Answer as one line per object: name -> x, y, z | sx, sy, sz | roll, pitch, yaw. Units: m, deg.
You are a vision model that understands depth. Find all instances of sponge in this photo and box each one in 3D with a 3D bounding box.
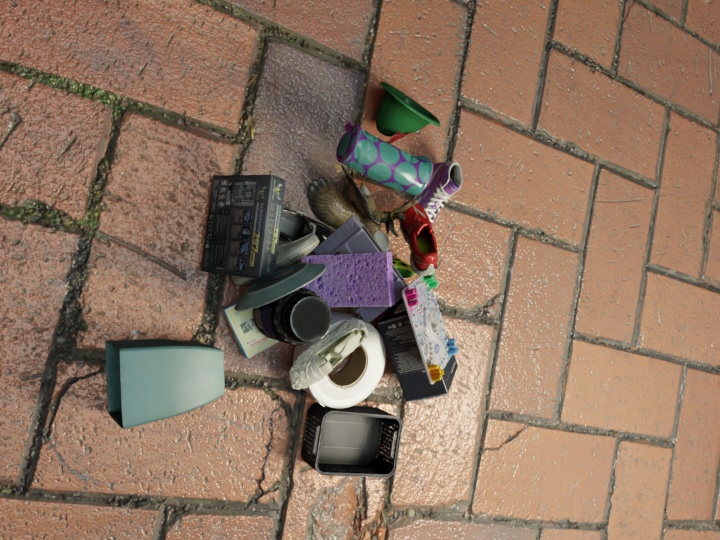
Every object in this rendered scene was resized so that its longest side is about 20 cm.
sponge -> -0.028, 0.020, 1.283 | 0.030, 0.198, 0.113 | -4, 92, -68

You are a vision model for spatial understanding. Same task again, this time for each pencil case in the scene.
pencil case -> 0.051, -0.232, 1.289 | 0.199, 0.085, 0.093 | 20, 63, -27

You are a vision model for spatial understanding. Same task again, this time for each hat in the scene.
hat -> 0.063, -0.316, 1.418 | 0.199, 0.166, 0.177 | 9, 123, -51

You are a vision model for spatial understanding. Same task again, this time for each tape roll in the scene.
tape roll -> -0.045, 0.196, 1.350 | 0.201, 0.071, 0.204 | -7, 104, -30

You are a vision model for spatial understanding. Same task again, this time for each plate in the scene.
plate -> -0.162, 0.024, 1.217 | 0.199, 0.200, 0.026 | -30, 103, -22

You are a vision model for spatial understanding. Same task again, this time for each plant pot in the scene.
plant pot -> -0.370, 0.203, 1.180 | 0.199, 0.141, 0.143 | -3, 92, -33

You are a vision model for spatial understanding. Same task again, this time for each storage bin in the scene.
storage bin -> -0.019, 0.377, 1.370 | 0.198, 0.094, 0.137 | 11, 86, -25

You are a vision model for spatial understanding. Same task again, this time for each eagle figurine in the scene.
eagle figurine -> -0.002, -0.141, 1.355 | 0.199, 0.151, 0.152 | 13, 116, -38

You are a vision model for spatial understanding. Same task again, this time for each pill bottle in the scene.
pill bottle -> -0.133, 0.089, 1.210 | 0.111, 0.200, 0.113 | 0, 90, -26

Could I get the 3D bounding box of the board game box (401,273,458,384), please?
board game box -> 0.155, 0.114, 1.315 | 0.200, 0.026, 0.202 | -29, 102, -67

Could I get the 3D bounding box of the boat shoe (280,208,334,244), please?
boat shoe -> -0.132, -0.092, 1.329 | 0.199, 0.060, 0.074 | 23, 80, -24

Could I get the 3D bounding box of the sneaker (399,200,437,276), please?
sneaker -> 0.138, -0.086, 1.367 | 0.076, 0.085, 0.201 | -6, 55, -10

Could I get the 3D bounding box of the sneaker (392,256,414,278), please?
sneaker -> 0.034, 0.015, 1.416 | 0.198, 0.074, 0.084 | -8, 117, -28

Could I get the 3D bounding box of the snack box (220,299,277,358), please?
snack box -> -0.184, 0.089, 1.318 | 0.199, 0.037, 0.117 | -28, 102, -23

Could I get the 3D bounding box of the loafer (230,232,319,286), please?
loafer -> -0.183, -0.036, 1.277 | 0.199, 0.070, 0.070 | -25, 83, -2

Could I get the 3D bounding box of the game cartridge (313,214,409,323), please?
game cartridge -> 0.000, 0.000, 1.310 | 0.129, 0.038, 0.201 | -38, 86, 19

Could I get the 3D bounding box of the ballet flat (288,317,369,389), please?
ballet flat -> -0.062, 0.170, 1.256 | 0.200, 0.072, 0.072 | -41, 107, -16

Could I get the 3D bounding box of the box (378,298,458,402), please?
box -> 0.135, 0.173, 1.400 | 0.202, 0.104, 0.148 | 70, 22, -9

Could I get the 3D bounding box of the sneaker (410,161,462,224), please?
sneaker -> 0.177, -0.169, 1.450 | 0.072, 0.114, 0.202 | 23, 82, -25

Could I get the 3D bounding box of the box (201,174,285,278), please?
box -> -0.234, -0.089, 1.227 | 0.051, 0.157, 0.202 | 11, 84, -59
